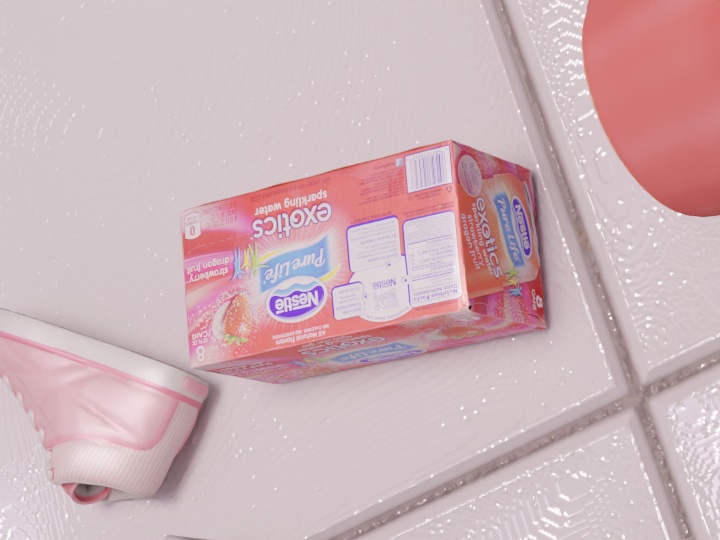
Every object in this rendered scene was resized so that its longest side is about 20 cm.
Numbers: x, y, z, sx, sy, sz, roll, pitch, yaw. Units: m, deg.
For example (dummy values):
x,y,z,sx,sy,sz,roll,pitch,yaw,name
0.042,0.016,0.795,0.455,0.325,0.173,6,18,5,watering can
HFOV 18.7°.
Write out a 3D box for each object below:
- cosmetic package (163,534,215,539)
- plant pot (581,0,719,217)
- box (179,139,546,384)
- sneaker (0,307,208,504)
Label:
x,y,z,sx,sy,sz,roll,pitch,yaw,name
-0.033,0.226,1.292,0.199,0.074,0.102,13,89,33,cosmetic package
0.224,-0.119,1.119,0.177,0.200,0.201,-23,69,39,plant pot
0.000,0.000,1.296,0.199,0.095,0.103,-14,73,32,box
-0.197,0.090,1.426,0.200,0.075,0.105,17,86,31,sneaker
